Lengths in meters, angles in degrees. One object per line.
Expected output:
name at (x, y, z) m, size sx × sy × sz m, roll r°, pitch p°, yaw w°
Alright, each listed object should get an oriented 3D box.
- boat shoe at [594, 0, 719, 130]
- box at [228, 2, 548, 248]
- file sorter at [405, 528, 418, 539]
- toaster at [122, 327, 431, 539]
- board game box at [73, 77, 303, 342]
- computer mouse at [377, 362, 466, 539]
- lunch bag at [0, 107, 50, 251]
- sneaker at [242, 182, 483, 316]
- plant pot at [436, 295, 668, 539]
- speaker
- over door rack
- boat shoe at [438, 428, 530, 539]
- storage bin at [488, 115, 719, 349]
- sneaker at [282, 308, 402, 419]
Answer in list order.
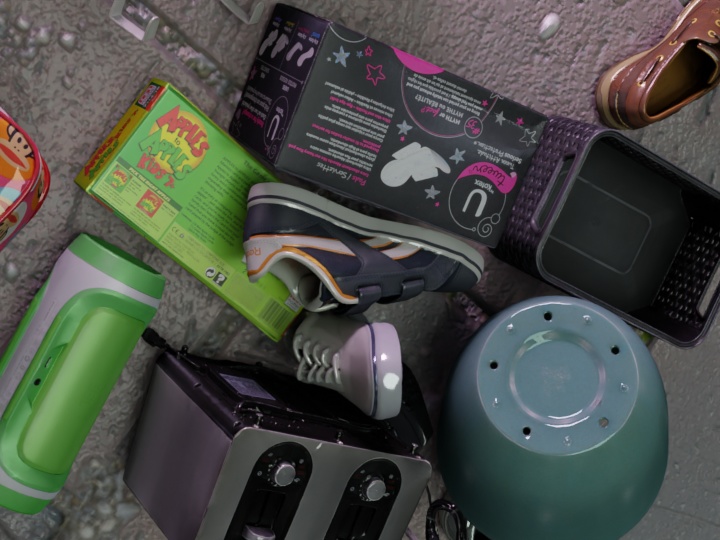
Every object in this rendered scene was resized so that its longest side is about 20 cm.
boat shoe at (0.299, -0.187, 1.214) m, size 0.199 × 0.067 × 0.072 m, roll -37°, pitch 114°, yaw -11°
box at (0.018, -0.111, 1.075) m, size 0.198 × 0.132 × 0.116 m, roll 20°, pitch 98°, yaw -26°
file sorter at (-0.001, 0.316, 1.161) m, size 0.123 × 0.139 × 0.202 m, roll -14°, pitch 108°, yaw -15°
toaster at (-0.075, 0.145, 1.075) m, size 0.179 × 0.200 × 0.120 m, roll 16°, pitch 99°, yaw -33°
board game box at (-0.112, -0.045, 1.081) m, size 0.200 × 0.048 × 0.102 m, roll 40°, pitch 84°, yaw -26°
computer mouse at (0.041, 0.164, 1.145) m, size 0.034 × 0.058 × 0.202 m, roll 5°, pitch 58°, yaw -47°
lunch bag at (-0.327, -0.069, 0.931) m, size 0.200 × 0.082 × 0.176 m, roll 44°, pitch 82°, yaw -1°
sneaker at (0.000, 0.000, 1.066) m, size 0.198 × 0.078 × 0.080 m, roll 16°, pitch 71°, yaw -19°
plant pot at (0.156, 0.114, 1.121) m, size 0.200 × 0.201 × 0.161 m, roll -38°, pitch 158°, yaw -10°
speaker at (-0.225, 0.077, 1.042) m, size 0.088 × 0.088 × 0.201 m, roll 29°, pitch 90°, yaw -26°
over door rack at (-0.116, -0.271, 0.975) m, size 0.147 × 0.066 × 0.202 m, roll -26°, pitch 135°, yaw -56°
boat shoe at (0.148, 0.165, 1.232) m, size 0.070 × 0.071 × 0.202 m, roll 36°, pitch 87°, yaw -26°
storage bin at (0.226, -0.033, 1.207) m, size 0.199 × 0.094 × 0.136 m, roll 25°, pitch 92°, yaw -26°
sneaker at (-0.017, 0.072, 1.070) m, size 0.070 × 0.200 × 0.074 m, roll -2°, pitch 96°, yaw -13°
